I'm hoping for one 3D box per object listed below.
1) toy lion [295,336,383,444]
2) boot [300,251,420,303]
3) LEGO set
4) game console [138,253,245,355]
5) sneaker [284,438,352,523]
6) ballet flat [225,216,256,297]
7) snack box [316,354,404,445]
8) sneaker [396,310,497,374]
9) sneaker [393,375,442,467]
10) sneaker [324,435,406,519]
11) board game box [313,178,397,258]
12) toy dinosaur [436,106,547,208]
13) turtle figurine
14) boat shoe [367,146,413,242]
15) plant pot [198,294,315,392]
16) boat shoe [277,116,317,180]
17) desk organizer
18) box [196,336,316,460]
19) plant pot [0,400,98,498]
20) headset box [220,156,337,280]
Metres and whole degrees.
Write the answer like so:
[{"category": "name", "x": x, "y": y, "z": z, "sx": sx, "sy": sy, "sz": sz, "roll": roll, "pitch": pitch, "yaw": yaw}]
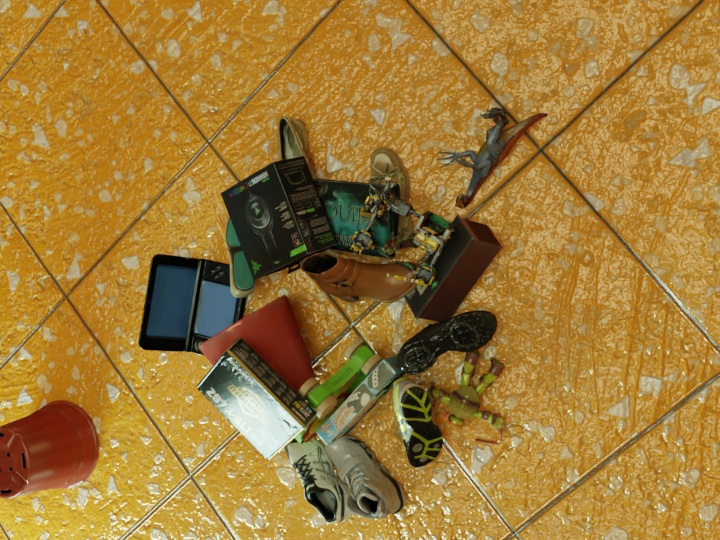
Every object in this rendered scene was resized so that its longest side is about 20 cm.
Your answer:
[{"category": "toy lion", "x": -0.052, "y": 0.244, "z": 1.662, "sx": 0.069, "sy": 0.192, "sz": 0.200, "roll": 41, "pitch": 63, "yaw": 18}, {"category": "boot", "x": 0.000, "y": 0.000, "z": 1.623, "sx": 0.198, "sy": 0.155, "sz": 0.077, "roll": -6, "pitch": 65, "yaw": 31}, {"category": "LEGO set", "x": 0.073, "y": -0.057, "z": 1.530, "sx": 0.199, "sy": 0.116, "sz": 0.154, "roll": 37, "pitch": 104, "yaw": 4}, {"category": "game console", "x": -0.342, "y": 0.080, "z": 1.784, "sx": 0.174, "sy": 0.116, "sz": 0.202, "roll": 12, "pitch": 95, "yaw": 20}, {"category": "sneaker", "x": -0.088, "y": 0.410, "z": 1.709, "sx": 0.076, "sy": 0.088, "sz": 0.200, "roll": -46, "pitch": 75, "yaw": 17}, {"category": "ballet flat", "x": -0.243, "y": -0.037, "z": 1.766, "sx": 0.069, "sy": 0.069, "sz": 0.202, "roll": -10, "pitch": 66, "yaw": 20}, {"category": "snack box", "x": 0.009, "y": 0.245, "z": 1.655, "sx": 0.037, "sy": 0.116, "sz": 0.200, "roll": 45, "pitch": 105, "yaw": 14}, {"category": "sneaker", "x": 0.158, "y": 0.120, "z": 1.609, "sx": 0.198, "sy": 0.091, "sz": 0.076, "roll": -22, "pitch": 103, "yaw": 7}, {"category": "sneaker", "x": 0.105, "y": 0.283, "z": 1.627, "sx": 0.075, "sy": 0.076, "sz": 0.202, "roll": -16, "pitch": 121, "yaw": -13}, {"category": "sneaker", "x": -0.003, "y": 0.398, "z": 1.662, "sx": 0.200, "sy": 0.115, "sz": 0.075, "roll": 42, "pitch": 104, "yaw": 15}, {"category": "board game box", "x": -0.015, "y": -0.103, "z": 1.664, "sx": 0.199, "sy": 0.028, "sz": 0.137, "roll": 9, "pitch": 102, "yaw": 40}, {"category": "toy dinosaur", "x": 0.235, "y": -0.199, "z": 1.586, "sx": 0.198, "sy": 0.105, "sz": 0.183, "roll": 6, "pitch": 113, "yaw": 8}, {"category": "turtle figurine", "x": 0.192, "y": 0.228, "z": 1.614, "sx": 0.199, "sy": 0.064, "sz": 0.163, "roll": 26, "pitch": 99, "yaw": 19}, {"category": "boat shoe", "x": 0.058, "y": -0.142, "z": 1.660, "sx": 0.073, "sy": 0.063, "sz": 0.202, "roll": -16, "pitch": 85, "yaw": 20}, {"category": "plant pot", "x": -0.191, "y": 0.173, "z": 1.701, "sx": 0.199, "sy": 0.200, "sz": 0.178, "roll": -30, "pitch": 91, "yaw": 18}, {"category": "boat shoe", "x": -0.131, "y": -0.207, "z": 1.729, "sx": 0.073, "sy": 0.063, "sz": 0.203, "roll": -6, "pitch": 88, "yaw": 20}, {"category": "desk organizer", "x": 0.170, "y": 0.002, "z": 1.612, "sx": 0.201, "sy": 0.076, "sz": 0.072, "roll": -57, "pitch": 39, "yaw": 28}, {"category": "box", "x": -0.195, "y": 0.240, "z": 1.598, "sx": 0.200, "sy": 0.049, "sz": 0.160, "roll": 45, "pitch": 136, "yaw": 1}, {"category": "plant pot", "x": -0.712, "y": 0.399, "z": 1.884, "sx": 0.199, "sy": 0.195, "sz": 0.203, "roll": 0, "pitch": 91, "yaw": 20}, {"category": "headset box", "x": -0.159, "y": -0.095, "z": 1.690, "sx": 0.173, "sy": 0.092, "sz": 0.202, "roll": -21, "pitch": 90, "yaw": 41}]
